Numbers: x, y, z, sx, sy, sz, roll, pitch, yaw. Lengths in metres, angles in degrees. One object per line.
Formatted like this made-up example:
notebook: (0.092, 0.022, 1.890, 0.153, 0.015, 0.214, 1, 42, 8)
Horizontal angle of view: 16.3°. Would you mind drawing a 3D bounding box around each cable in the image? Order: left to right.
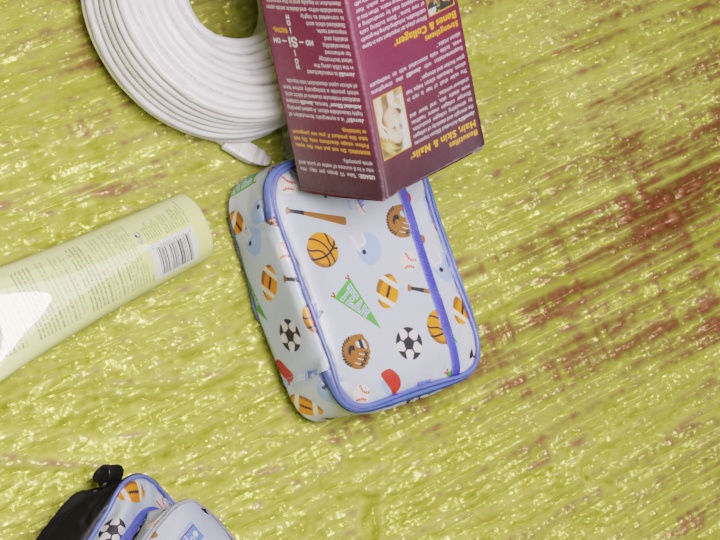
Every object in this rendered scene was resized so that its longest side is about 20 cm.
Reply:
cable: (-0.101, -0.191, 1.778, 0.199, 0.069, 0.201, 19, 69, -27)

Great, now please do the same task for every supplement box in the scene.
supplement box: (0.004, -0.160, 1.699, 0.110, 0.085, 0.201, -30, 117, -41)

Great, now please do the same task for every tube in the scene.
tube: (-0.193, 0.008, 1.689, 0.200, 0.052, 0.058, -28, 52, -30)

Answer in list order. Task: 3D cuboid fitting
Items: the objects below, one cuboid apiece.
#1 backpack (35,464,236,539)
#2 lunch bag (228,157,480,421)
backpack: (-0.132, 0.247, 1.610, 0.191, 0.154, 0.200, 51, 54, -23)
lunch bag: (0.000, 0.000, 1.792, 0.160, 0.075, 0.201, -15, 87, -36)
